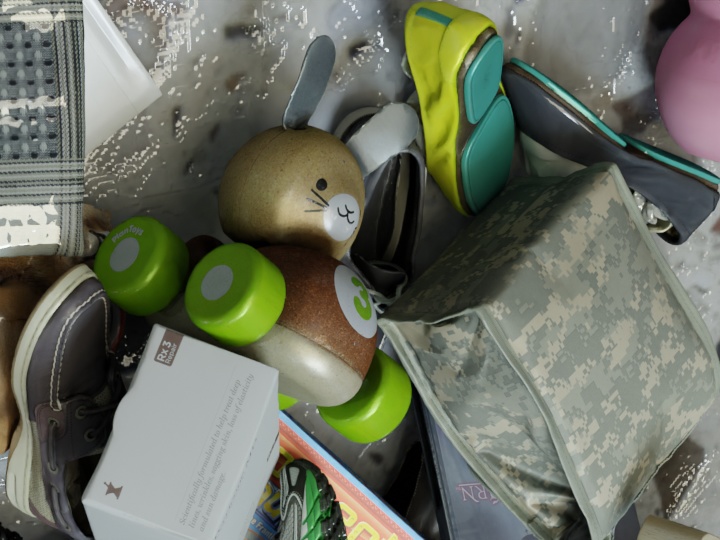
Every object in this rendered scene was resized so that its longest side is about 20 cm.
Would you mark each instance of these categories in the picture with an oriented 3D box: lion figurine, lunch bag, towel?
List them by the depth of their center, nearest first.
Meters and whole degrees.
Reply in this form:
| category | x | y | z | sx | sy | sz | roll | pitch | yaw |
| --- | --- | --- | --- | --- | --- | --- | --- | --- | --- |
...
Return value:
| category | x | y | z | sx | sy | sz | roll | pitch | yaw |
| --- | --- | --- | --- | --- | --- | --- | --- | --- | --- |
| towel | -0.251 | -0.101 | 1.437 | 0.199 | 0.035 | 0.194 | -1 | 93 | -18 |
| lion figurine | -0.216 | 0.048 | 1.521 | 0.122 | 0.072 | 0.201 | 9 | 108 | -62 |
| lunch bag | 0.131 | 0.059 | 1.629 | 0.164 | 0.117 | 0.201 | -45 | 113 | -34 |

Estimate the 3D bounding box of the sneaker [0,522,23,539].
| category | x | y | z | sx | sy | sz | roll | pitch | yaw |
| --- | --- | --- | --- | --- | --- | --- | --- | --- | --- |
| sneaker | -0.256 | 0.146 | 1.547 | 0.198 | 0.060 | 0.105 | 5 | 91 | -17 |

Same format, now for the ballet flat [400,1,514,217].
| category | x | y | z | sx | sy | sz | roll | pitch | yaw |
| --- | --- | --- | --- | --- | --- | --- | --- | --- | --- |
| ballet flat | 0.057 | -0.105 | 1.609 | 0.067 | 0.067 | 0.200 | -55 | 161 | -20 |

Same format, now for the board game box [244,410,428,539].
| category | x | y | z | sx | sy | sz | roll | pitch | yaw |
| --- | --- | --- | --- | --- | --- | --- | --- | --- | --- |
| board game box | -0.071 | 0.201 | 1.642 | 0.200 | 0.056 | 0.196 | 42 | 89 | -10 |

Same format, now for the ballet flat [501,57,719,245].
| category | x | y | z | sx | sy | sz | roll | pitch | yaw |
| --- | --- | --- | --- | --- | --- | --- | --- | --- | --- |
| ballet flat | 0.156 | -0.069 | 1.684 | 0.199 | 0.073 | 0.073 | 27 | 97 | -35 |

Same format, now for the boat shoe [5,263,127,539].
| category | x | y | z | sx | sy | sz | roll | pitch | yaw |
| --- | --- | --- | --- | --- | --- | --- | --- | --- | --- |
| boat shoe | -0.163 | 0.081 | 1.497 | 0.072 | 0.065 | 0.201 | -40 | 154 | -42 |

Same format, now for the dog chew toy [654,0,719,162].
| category | x | y | z | sx | sy | sz | roll | pitch | yaw |
| --- | --- | --- | --- | --- | --- | --- | --- | --- | --- |
| dog chew toy | 0.263 | -0.168 | 1.670 | 0.124 | 0.124 | 0.201 | 6 | 100 | -29 |

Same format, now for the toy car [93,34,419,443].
| category | x | y | z | sx | sy | sz | roll | pitch | yaw |
| --- | --- | --- | --- | --- | --- | --- | --- | --- | --- |
| toy car | -0.031 | -0.029 | 1.522 | 0.164 | 0.157 | 0.201 | 39 | 73 | -45 |

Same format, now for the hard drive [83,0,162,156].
| category | x | y | z | sx | sy | sz | roll | pitch | yaw |
| --- | --- | --- | --- | --- | --- | --- | --- | --- | --- |
| hard drive | -0.229 | -0.092 | 1.501 | 0.200 | 0.027 | 0.132 | -39 | 123 | -8 |

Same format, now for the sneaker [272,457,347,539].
| category | x | y | z | sx | sy | sz | roll | pitch | yaw |
| --- | --- | --- | --- | --- | --- | --- | --- | --- | --- |
| sneaker | -0.058 | 0.214 | 1.579 | 0.085 | 0.078 | 0.201 | 10 | 84 | 11 |

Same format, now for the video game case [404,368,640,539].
| category | x | y | z | sx | sy | sz | roll | pitch | yaw |
| --- | --- | --- | --- | --- | --- | --- | --- | --- | --- |
| video game case | 0.104 | 0.105 | 1.681 | 0.142 | 0.019 | 0.201 | -2 | 68 | -27 |

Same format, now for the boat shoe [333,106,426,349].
| category | x | y | z | sx | sy | sz | roll | pitch | yaw |
| --- | --- | --- | --- | --- | --- | --- | --- | --- | --- |
| boat shoe | 0.000 | 0.000 | 1.634 | 0.072 | 0.063 | 0.201 | 1 | 110 | -27 |

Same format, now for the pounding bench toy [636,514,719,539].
| category | x | y | z | sx | sy | sz | roll | pitch | yaw |
| --- | --- | --- | --- | --- | --- | --- | --- | --- | --- |
| pounding bench toy | 0.229 | 0.238 | 1.636 | 0.155 | 0.124 | 0.201 | -12 | 119 | -46 |

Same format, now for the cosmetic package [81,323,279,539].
| category | x | y | z | sx | sy | sz | roll | pitch | yaw |
| --- | --- | --- | --- | --- | --- | --- | --- | --- | --- |
| cosmetic package | -0.101 | 0.119 | 1.489 | 0.081 | 0.200 | 0.113 | 20 | 74 | 3 |

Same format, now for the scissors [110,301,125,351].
| category | x | y | z | sx | sy | sz | roll | pitch | yaw |
| --- | --- | --- | --- | --- | --- | --- | --- | --- | --- |
| scissors | -0.169 | 0.103 | 1.583 | 0.073 | 0.014 | 0.201 | -10 | 97 | -20 |

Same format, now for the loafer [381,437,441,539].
| category | x | y | z | sx | sy | sz | roll | pitch | yaw |
| --- | --- | --- | --- | --- | --- | --- | --- | --- | --- |
| loafer | 0.007 | 0.193 | 1.719 | 0.071 | 0.073 | 0.201 | 37 | 84 | -26 |
